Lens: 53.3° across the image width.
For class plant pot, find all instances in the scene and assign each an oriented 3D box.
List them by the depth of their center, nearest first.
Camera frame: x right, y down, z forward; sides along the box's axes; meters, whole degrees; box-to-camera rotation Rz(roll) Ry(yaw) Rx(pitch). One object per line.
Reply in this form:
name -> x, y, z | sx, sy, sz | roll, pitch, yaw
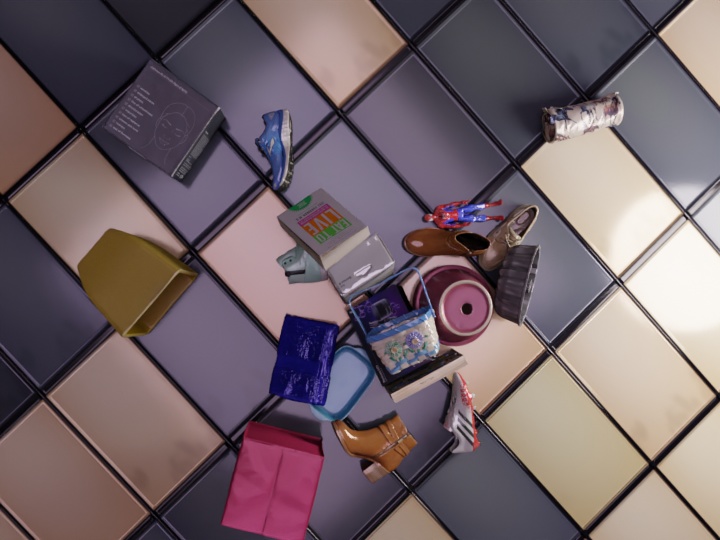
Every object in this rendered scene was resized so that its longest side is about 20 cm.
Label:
plant pot -> -0.529, 0.012, 1.658 | 0.200, 0.194, 0.196 | 42, 87, 2
plant pot -> 0.232, 0.085, 1.716 | 0.197, 0.179, 0.203 | 0, 89, -4

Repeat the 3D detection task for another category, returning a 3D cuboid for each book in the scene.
book -> -0.086, -0.101, 1.638 | 0.133, 0.200, 0.048 | -36, 137, -15

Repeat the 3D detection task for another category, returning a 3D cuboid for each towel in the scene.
towel -> -0.137, 0.215, 1.729 | 0.146, 0.050, 0.203 | 10, 82, 10

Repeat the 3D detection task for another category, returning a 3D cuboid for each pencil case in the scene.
pencil case -> 0.554, -0.384, 1.791 | 0.197, 0.078, 0.090 | -15, 111, -4

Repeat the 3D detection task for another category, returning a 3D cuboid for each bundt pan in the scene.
bundt pan -> 0.374, 0.029, 1.729 | 0.075, 0.202, 0.205 | 13, 89, 19

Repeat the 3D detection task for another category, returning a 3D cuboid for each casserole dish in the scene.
casserole dish -> -0.049, 0.277, 1.764 | 0.121, 0.039, 0.201 | 38, 87, -3

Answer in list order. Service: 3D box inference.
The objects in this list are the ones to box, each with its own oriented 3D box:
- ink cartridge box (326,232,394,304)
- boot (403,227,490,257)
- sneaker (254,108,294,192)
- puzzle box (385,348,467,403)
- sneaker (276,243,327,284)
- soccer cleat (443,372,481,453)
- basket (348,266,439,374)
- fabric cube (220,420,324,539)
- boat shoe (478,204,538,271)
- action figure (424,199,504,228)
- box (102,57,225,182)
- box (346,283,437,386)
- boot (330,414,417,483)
ink cartridge box -> 0.000, 0.000, 1.683 | 0.144, 0.200, 0.088 | -32, 84, -3
boot -> 0.209, -0.064, 1.725 | 0.197, 0.155, 0.078 | 10, 90, -4
sneaker -> -0.209, -0.289, 1.741 | 0.088, 0.079, 0.203 | -3, 82, 3
puzzle box -> 0.155, 0.251, 1.733 | 0.198, 0.133, 0.026 | -27, 93, -5
sneaker -> -0.153, -0.065, 1.738 | 0.117, 0.074, 0.203 | -11, 91, -5
soccer cleat -> 0.241, 0.355, 1.773 | 0.084, 0.069, 0.203 | -12, 95, -8
basket -> 0.088, 0.113, 1.607 | 0.175, 0.139, 0.202 | -26, 88, 10
fabric cube -> -0.199, 0.488, 1.675 | 0.197, 0.196, 0.202 | 15, 87, -3
boat shoe -> 0.368, -0.084, 1.782 | 0.072, 0.065, 0.200 | 42, 87, -3
action figure -> 0.257, -0.141, 1.785 | 0.197, 0.052, 0.066 | -7, 94, -2
box -> -0.458, -0.350, 1.691 | 0.199, 0.124, 0.198 | 35, 89, -3
box -> 0.075, 0.155, 1.719 | 0.140, 0.079, 0.202 | -30, 78, 13
boot -> 0.033, 0.402, 1.753 | 0.154, 0.074, 0.201 | -39, 108, -5
